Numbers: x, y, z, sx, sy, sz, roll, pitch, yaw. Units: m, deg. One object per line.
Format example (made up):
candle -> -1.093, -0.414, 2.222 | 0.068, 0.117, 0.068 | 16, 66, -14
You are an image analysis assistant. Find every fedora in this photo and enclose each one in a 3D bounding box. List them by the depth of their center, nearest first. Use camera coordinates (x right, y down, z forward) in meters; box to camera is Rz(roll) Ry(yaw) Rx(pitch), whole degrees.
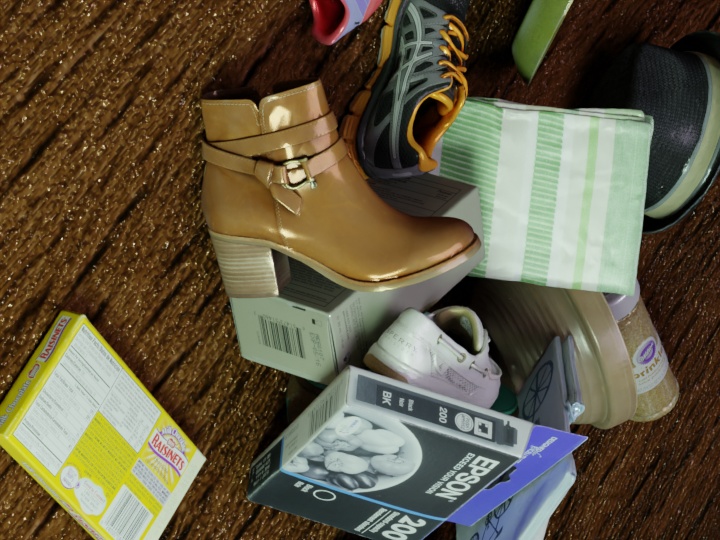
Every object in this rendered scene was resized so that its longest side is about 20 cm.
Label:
fedora -> 0.266, -0.138, 1.907 | 0.091, 0.201, 0.201 | 18, 87, -25

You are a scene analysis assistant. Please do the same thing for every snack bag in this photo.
snack bag -> 0.128, 0.172, 1.662 | 0.189, 0.021, 0.200 | -60, -166, 27

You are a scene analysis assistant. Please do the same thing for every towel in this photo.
towel -> 0.135, -0.066, 1.694 | 0.023, 0.200, 0.153 | -62, 158, -81

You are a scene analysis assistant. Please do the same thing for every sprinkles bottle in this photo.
sprinkles bottle -> 0.260, 0.068, 2.023 | 0.068, 0.068, 0.200 | -57, 142, -24

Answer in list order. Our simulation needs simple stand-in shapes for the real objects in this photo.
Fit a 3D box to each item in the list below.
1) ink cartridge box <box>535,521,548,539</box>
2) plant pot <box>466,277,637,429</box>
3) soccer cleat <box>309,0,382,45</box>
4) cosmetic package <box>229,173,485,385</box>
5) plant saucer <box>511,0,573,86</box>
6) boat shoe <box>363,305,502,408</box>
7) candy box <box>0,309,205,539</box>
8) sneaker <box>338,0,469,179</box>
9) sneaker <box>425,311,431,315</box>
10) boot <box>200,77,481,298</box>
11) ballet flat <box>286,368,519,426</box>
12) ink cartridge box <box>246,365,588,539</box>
ink cartridge box -> 0.107, 0.229, 1.798 | 0.050, 0.200, 0.161 | 24, 67, -14
plant pot -> 0.152, 0.059, 1.794 | 0.093, 0.201, 0.201 | -26, 129, -10
soccer cleat -> -0.034, -0.252, 1.492 | 0.077, 0.067, 0.200 | -54, 143, -21
cosmetic package -> 0.000, 0.000, 1.598 | 0.200, 0.103, 0.073 | -39, 133, -39
plant saucer -> 0.176, -0.253, 1.745 | 0.200, 0.031, 0.200 | -62, 177, -5
boat shoe -> 0.072, 0.062, 1.585 | 0.069, 0.071, 0.200 | -59, 159, 7
candy box -> -0.183, 0.124, 1.451 | 0.102, 0.026, 0.200 | -61, 144, -24
sneaker -> 0.054, -0.158, 1.638 | 0.078, 0.077, 0.200 | 36, 71, -52
sneaker -> 0.055, 0.132, 1.746 | 0.140, 0.078, 0.200 | -60, 142, -23
boot -> -0.018, -0.066, 1.487 | 0.077, 0.200, 0.156 | -61, 146, -70
ballet flat -> 0.029, 0.118, 1.666 | 0.200, 0.068, 0.072 | 6, 124, -24
ink cartridge box -> 0.040, 0.152, 1.565 | 0.200, 0.198, 0.043 | 17, 57, -18
